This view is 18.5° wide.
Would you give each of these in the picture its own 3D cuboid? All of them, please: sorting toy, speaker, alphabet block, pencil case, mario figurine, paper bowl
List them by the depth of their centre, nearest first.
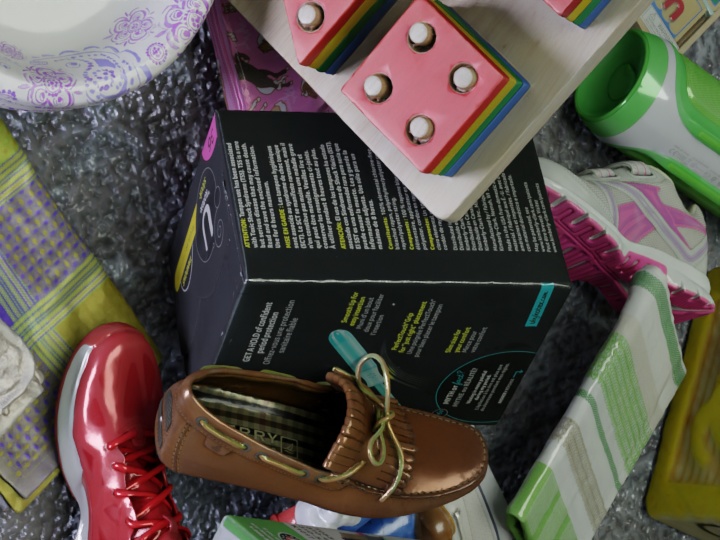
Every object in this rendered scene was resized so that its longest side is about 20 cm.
[{"bbox_3d":[0.040,-0.168,1.226,0.200,0.199,0.069,-48,161,14],"label":"sorting toy"},{"bbox_3d":[-0.185,-0.192,1.261,0.199,0.104,0.203,-1,93,-23],"label":"paper bowl"},{"bbox_3d":[-0.027,0.198,1.341,0.199,0.106,0.124,-35,101,-13],"label":"mario figurine"},{"bbox_3d":[-0.061,-0.162,1.360,0.082,0.087,0.202,-13,97,5],"label":"pencil case"},{"bbox_3d":[0.246,-0.092,1.566,0.199,0.088,0.089,30,72,-30],"label":"speaker"},{"bbox_3d":[0.353,0.119,1.568,0.199,0.195,0.198,26,73,-31],"label":"alphabet block"}]

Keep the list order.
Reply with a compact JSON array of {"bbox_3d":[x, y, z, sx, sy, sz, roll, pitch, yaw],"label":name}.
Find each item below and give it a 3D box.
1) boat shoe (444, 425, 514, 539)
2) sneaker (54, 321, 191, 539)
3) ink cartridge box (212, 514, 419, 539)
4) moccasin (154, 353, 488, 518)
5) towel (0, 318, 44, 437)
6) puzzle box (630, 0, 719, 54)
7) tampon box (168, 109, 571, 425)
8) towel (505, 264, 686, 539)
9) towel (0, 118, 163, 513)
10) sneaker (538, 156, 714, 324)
[{"bbox_3d":[0.031,0.117,1.428,0.070,0.071,0.201,-39,115,-31],"label":"boat shoe"},{"bbox_3d":[-0.117,0.136,1.280,0.078,0.115,0.202,-11,106,-40],"label":"sneaker"},{"bbox_3d":[0.017,0.214,1.243,0.199,0.144,0.085,15,103,-49],"label":"ink cartridge box"},{"bbox_3d":[-0.016,0.091,1.267,0.200,0.078,0.074,17,54,-18],"label":"moccasin"},{"bbox_3d":[-0.280,0.041,1.223,0.200,0.034,0.133,45,78,-21],"label":"towel"},{"bbox_3d":[0.201,-0.260,1.580,0.133,0.025,0.201,-45,112,-27],"label":"puzzle box"},{"bbox_3d":[0.000,0.000,1.312,0.198,0.150,0.127,1,54,-19],"label":"tampon box"},{"bbox_3d":[0.157,0.110,1.495,0.201,0.031,0.150,-57,152,-20],"label":"towel"},{"bbox_3d":[-0.211,0.024,1.295,0.143,0.023,0.201,-41,110,-27],"label":"towel"},{"bbox_3d":[0.168,-0.036,1.519,0.199,0.081,0.089,30,56,-38],"label":"sneaker"}]
